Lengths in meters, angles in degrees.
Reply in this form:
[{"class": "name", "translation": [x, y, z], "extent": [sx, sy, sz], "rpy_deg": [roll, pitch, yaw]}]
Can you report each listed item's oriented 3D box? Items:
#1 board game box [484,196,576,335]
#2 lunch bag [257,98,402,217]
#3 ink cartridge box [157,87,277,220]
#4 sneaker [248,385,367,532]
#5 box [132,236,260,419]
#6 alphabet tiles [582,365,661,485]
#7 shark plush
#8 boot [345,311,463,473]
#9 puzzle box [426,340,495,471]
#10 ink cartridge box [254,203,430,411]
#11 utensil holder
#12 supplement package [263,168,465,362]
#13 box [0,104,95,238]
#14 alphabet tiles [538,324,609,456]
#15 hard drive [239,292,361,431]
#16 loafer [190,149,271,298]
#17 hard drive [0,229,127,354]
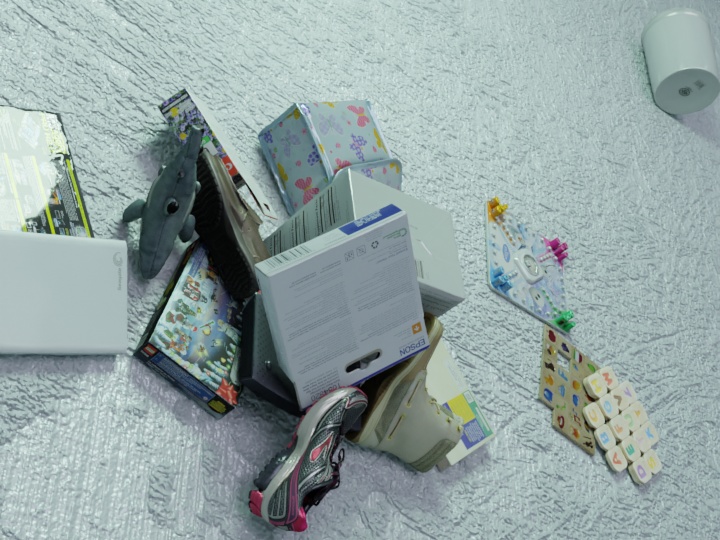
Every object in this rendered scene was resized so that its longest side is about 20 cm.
[{"class": "board game box", "translation": [0.299, -0.011, 2.088], "extent": [0.199, 0.026, 0.201], "rpy_deg": [30, 43, -29]}, {"class": "lunch bag", "translation": [-0.030, -0.144, 1.757], "extent": [0.169, 0.127, 0.202], "rpy_deg": [-11, 77, -48]}, {"class": "ink cartridge box", "translation": [-0.190, -0.143, 1.604], "extent": [0.201, 0.050, 0.109], "rpy_deg": [58, 4, 4]}, {"class": "sneaker", "translation": [-0.049, 0.227, 1.433], "extent": [0.074, 0.081, 0.200], "rpy_deg": [25, 62, 23]}, {"class": "box", "translation": [-0.188, 0.068, 1.487], "extent": [0.137, 0.040, 0.201], "rpy_deg": [40, 39, -20]}, {"class": "alphabet tiles", "translation": [0.451, 0.264, 2.040], "extent": [0.195, 0.015, 0.201], "rpy_deg": [-16, 77, -53]}, {"class": "shark plush", "translation": [-0.219, -0.084, 1.450], "extent": [0.090, 0.200, 0.084], "rpy_deg": [30, 27, -18]}, {"class": "boot", "translation": [0.085, 0.167, 1.602], "extent": [0.154, 0.201, 0.072], "rpy_deg": [29, 5, -31]}, {"class": "puzzle box", "translation": [0.108, 0.180, 1.733], "extent": [0.133, 0.025, 0.201], "rpy_deg": [-19, 77, -52]}, {"class": "ink cartridge box", "translation": [-0.018, 0.045, 1.450], "extent": [0.198, 0.041, 0.201], "rpy_deg": [-24, 122, -21]}, {"class": "utensil holder", "translation": [0.772, -0.502, 2.870], "extent": [0.169, 0.170, 0.201], "rpy_deg": [27, 47, -31]}, {"class": "supplement package", "translation": [0.000, 0.000, 1.612], "extent": [0.190, 0.200, 0.148], "rpy_deg": [20, 49, -35]}, {"class": "box", "translation": [-0.403, -0.098, 1.382], "extent": [0.159, 0.044, 0.201], "rpy_deg": [2, 61, -47]}, {"class": "alphabet tiles", "translation": [0.361, 0.208, 2.001], "extent": [0.167, 0.008, 0.201], "rpy_deg": [37, 40, -22]}, {"class": "hard drive", "translation": [-0.076, 0.123, 1.517], "extent": [0.199, 0.042, 0.136], "rpy_deg": [31, 46, -40]}, {"class": "loafer", "translation": [-0.168, -0.060, 1.526], "extent": [0.071, 0.073, 0.202], "rpy_deg": [-14, 80, -53]}, {"class": "hard drive", "translation": [-0.348, 0.026, 1.321], "extent": [0.199, 0.027, 0.133], "rpy_deg": [5, 82, -46]}]
